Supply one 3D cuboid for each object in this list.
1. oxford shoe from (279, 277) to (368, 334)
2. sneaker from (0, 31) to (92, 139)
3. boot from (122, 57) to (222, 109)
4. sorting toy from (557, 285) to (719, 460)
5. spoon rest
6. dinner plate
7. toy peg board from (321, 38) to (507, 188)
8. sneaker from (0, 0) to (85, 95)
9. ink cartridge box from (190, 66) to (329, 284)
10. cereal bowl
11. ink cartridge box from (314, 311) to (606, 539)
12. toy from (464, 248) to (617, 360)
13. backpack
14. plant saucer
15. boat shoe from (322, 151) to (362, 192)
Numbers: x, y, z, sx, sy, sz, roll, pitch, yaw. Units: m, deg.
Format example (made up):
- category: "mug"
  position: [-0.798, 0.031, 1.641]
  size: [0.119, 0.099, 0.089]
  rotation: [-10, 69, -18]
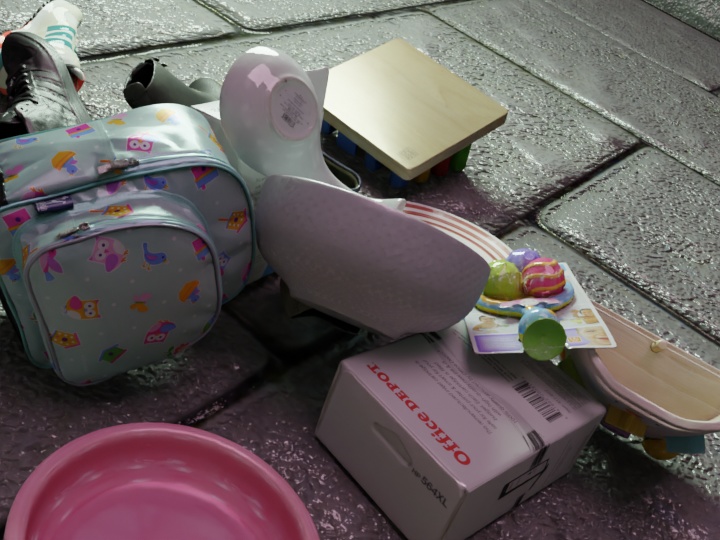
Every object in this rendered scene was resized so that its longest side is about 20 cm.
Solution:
- category: "oxford shoe"
  position: [0.009, 0.031, 0.903]
  size: [0.198, 0.071, 0.075]
  rotation: [9, 63, -26]
- category: "sneaker"
  position: [-0.320, -0.151, 0.914]
  size: [0.201, 0.060, 0.104]
  rotation: [57, 30, 8]
- category: "boot"
  position: [-0.192, -0.190, 1.004]
  size: [0.139, 0.077, 0.201]
  rotation: [54, 12, -36]
- category: "sorting toy"
  position: [0.247, 0.102, 0.824]
  size: [0.199, 0.108, 0.180]
  rotation: [30, 2, 11]
- category: "spoon rest"
  position: [-0.045, -0.101, 0.795]
  size: [0.200, 0.060, 0.100]
  rotation: [44, 63, -32]
- category: "dinner plate"
  position: [0.090, -0.022, 1.035]
  size: [0.198, 0.024, 0.201]
  rotation: [17, 26, -8]
- category: "toy peg board"
  position: [0.048, -0.183, 1.218]
  size: [0.199, 0.098, 0.198]
  rotation: [39, 51, 24]
- category: "sneaker"
  position: [-0.349, -0.238, 1.065]
  size: [0.093, 0.070, 0.200]
  rotation: [36, 29, -11]
- category: "ink cartridge box"
  position: [-0.100, -0.093, 0.863]
  size: [0.066, 0.202, 0.115]
  rotation: [26, 30, 26]
- category: "cereal bowl"
  position: [0.000, 0.000, 0.764]
  size: [0.198, 0.084, 0.200]
  rotation: [23, -6, 2]
- category: "ink cartridge box"
  position: [0.083, 0.124, 0.775]
  size: [0.199, 0.085, 0.146]
  rotation: [-15, 47, -44]
- category: "toy"
  position: [0.146, 0.015, 0.830]
  size: [0.114, 0.048, 0.200]
  rotation: [-3, 22, 1]
- category: "backpack"
  position: [-0.175, -0.024, 0.708]
  size: [0.198, 0.177, 0.153]
  rotation: [-25, 48, -23]
- category: "plant saucer"
  position: [-0.123, 0.185, 0.591]
  size: [0.198, 0.051, 0.201]
  rotation: [17, 32, -11]
- category: "boat shoe"
  position: [-0.083, -0.118, 0.985]
  size: [0.199, 0.062, 0.076]
  rotation: [31, 45, -34]
